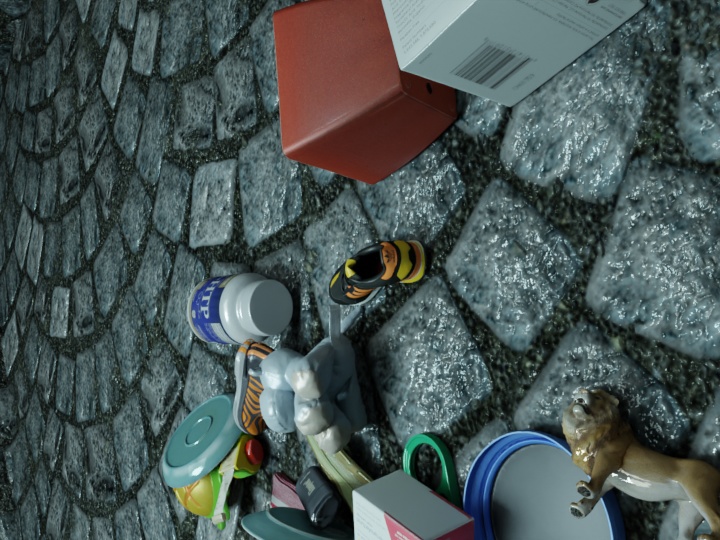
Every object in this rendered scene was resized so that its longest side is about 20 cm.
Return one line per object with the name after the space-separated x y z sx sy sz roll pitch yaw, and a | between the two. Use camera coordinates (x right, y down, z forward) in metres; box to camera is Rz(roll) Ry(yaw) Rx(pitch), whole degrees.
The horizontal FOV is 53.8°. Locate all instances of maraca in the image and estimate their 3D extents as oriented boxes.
-0.282 0.388 1.298 0.198 0.105 0.142 14 110 55 | maraca

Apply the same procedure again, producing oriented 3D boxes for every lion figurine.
0.273 0.192 0.668 0.197 0.122 0.074 24 138 32 | lion figurine

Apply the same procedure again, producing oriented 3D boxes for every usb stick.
-0.064 0.325 1.029 0.056 0.032 0.200 -59 7 -10 | usb stick

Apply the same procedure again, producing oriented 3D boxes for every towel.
-0.118 0.456 1.163 0.142 0.022 0.206 18 101 51 | towel

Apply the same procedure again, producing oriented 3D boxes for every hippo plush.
-0.092 0.159 1.022 0.157 0.158 0.207 -8 82 28 | hippo plush

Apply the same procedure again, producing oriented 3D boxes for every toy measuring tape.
-0.206 0.350 1.212 0.074 0.072 0.203 -51 22 35 | toy measuring tape

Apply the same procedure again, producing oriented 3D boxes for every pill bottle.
-0.206 0.067 1.227 0.197 0.117 0.124 -7 82 49 | pill bottle

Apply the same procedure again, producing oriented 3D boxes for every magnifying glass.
0.112 0.299 0.898 0.080 0.022 0.202 -55 47 32 | magnifying glass

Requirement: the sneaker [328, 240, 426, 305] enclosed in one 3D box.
0.000 0.000 1.003 0.198 0.088 0.072 -22 70 47 | sneaker

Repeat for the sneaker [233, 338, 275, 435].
-0.149 0.213 1.177 0.109 0.078 0.204 18 131 17 | sneaker

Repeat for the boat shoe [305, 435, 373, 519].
-0.018 0.289 1.031 0.201 0.062 0.074 45 162 47 | boat shoe

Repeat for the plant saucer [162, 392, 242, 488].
-0.285 0.296 1.278 0.197 0.028 0.202 -31 27 17 | plant saucer

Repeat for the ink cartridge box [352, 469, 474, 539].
0.063 0.375 0.864 0.144 0.082 0.206 15 112 53 | ink cartridge box

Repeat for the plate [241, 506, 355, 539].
-0.068 0.360 0.978 0.197 0.197 0.026 6 77 50 | plate

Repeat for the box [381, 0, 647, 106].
0.156 -0.301 0.754 0.199 0.195 0.134 -33 63 43 | box

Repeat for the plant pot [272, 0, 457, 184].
0.018 -0.252 0.939 0.173 0.197 0.206 -14 76 37 | plant pot

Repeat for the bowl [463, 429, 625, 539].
0.198 0.280 0.779 0.198 0.039 0.207 -6 82 50 | bowl
